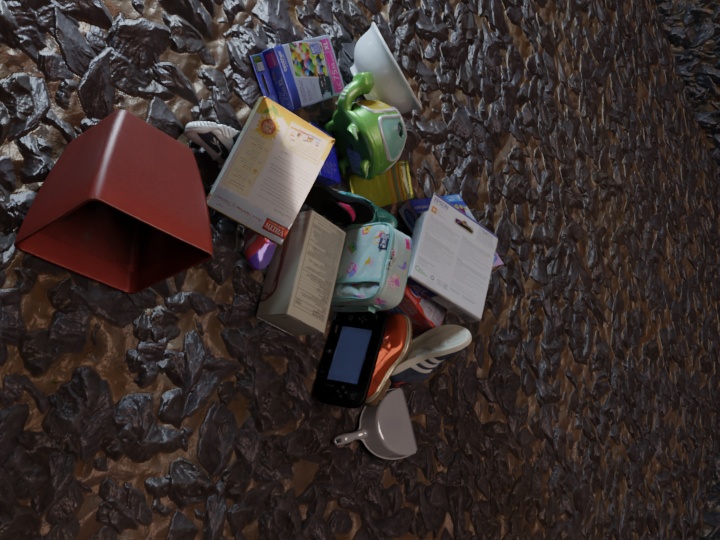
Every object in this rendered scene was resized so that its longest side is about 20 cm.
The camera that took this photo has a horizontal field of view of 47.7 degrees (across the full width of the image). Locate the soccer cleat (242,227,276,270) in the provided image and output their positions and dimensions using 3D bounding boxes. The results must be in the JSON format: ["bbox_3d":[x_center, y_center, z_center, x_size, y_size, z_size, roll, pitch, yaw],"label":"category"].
[{"bbox_3d":[-0.153,-0.097,1.439,0.067,0.076,0.202,34,59,-38],"label":"soccer cleat"}]

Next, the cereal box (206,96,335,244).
[{"bbox_3d":[-0.148,-0.163,1.341,0.143,0.039,0.201,29,87,-22],"label":"cereal box"}]

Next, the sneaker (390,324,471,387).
[{"bbox_3d":[0.140,0.180,1.668,0.075,0.198,0.085,-96,160,-51],"label":"sneaker"}]

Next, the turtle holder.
[{"bbox_3d":[0.010,-0.278,1.595,0.131,0.141,0.187,-30,92,-21],"label":"turtle holder"}]

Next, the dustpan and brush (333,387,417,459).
[{"bbox_3d":[0.024,0.316,1.611,0.199,0.057,0.141,-2,75,-55],"label":"dustpan and brush"}]

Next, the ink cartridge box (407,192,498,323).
[{"bbox_3d":[0.186,-0.025,1.666,0.199,0.040,0.201,32,61,-25],"label":"ink cartridge box"}]

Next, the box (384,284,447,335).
[{"bbox_3d":[0.091,0.036,1.683,0.200,0.095,0.100,50,50,-32],"label":"box"}]

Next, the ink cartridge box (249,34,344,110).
[{"bbox_3d":[-0.114,-0.373,1.551,0.199,0.042,0.120,-29,106,-45],"label":"ink cartridge box"}]

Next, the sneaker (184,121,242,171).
[{"bbox_3d":[-0.216,-0.160,1.373,0.198,0.079,0.131,23,80,-32],"label":"sneaker"}]

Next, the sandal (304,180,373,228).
[{"bbox_3d":[-0.047,-0.109,1.484,0.199,0.075,0.045,20,49,-53],"label":"sandal"}]

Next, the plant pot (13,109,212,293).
[{"bbox_3d":[-0.338,-0.104,1.161,0.199,0.199,0.178,29,51,-42],"label":"plant pot"}]

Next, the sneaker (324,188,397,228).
[{"bbox_3d":[0.004,-0.107,1.607,0.199,0.079,0.078,18,79,-42],"label":"sneaker"}]

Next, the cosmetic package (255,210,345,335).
[{"bbox_3d":[-0.106,0.006,1.471,0.103,0.087,0.202,34,59,-42],"label":"cosmetic package"}]

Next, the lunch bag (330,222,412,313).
[{"bbox_3d":[0.000,0.000,1.507,0.077,0.199,0.162,32,64,-39],"label":"lunch bag"}]

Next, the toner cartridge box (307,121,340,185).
[{"bbox_3d":[-0.080,-0.207,1.486,0.200,0.043,0.096,-13,91,-81],"label":"toner cartridge box"}]

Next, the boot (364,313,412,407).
[{"bbox_3d":[0.030,0.155,1.610,0.107,0.075,0.201,42,63,-29],"label":"boot"}]

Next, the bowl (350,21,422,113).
[{"bbox_3d":[0.040,-0.393,1.660,0.202,0.090,0.201,57,10,-16],"label":"bowl"}]

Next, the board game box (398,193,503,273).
[{"bbox_3d":[0.202,-0.072,1.801,0.199,0.041,0.200,-13,67,-49],"label":"board game box"}]

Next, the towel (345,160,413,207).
[{"bbox_3d":[0.045,-0.178,1.719,0.199,0.018,0.087,-21,100,-48],"label":"towel"}]

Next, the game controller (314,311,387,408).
[{"bbox_3d":[-0.018,0.162,1.540,0.042,0.103,0.201,76,28,-61],"label":"game controller"}]
